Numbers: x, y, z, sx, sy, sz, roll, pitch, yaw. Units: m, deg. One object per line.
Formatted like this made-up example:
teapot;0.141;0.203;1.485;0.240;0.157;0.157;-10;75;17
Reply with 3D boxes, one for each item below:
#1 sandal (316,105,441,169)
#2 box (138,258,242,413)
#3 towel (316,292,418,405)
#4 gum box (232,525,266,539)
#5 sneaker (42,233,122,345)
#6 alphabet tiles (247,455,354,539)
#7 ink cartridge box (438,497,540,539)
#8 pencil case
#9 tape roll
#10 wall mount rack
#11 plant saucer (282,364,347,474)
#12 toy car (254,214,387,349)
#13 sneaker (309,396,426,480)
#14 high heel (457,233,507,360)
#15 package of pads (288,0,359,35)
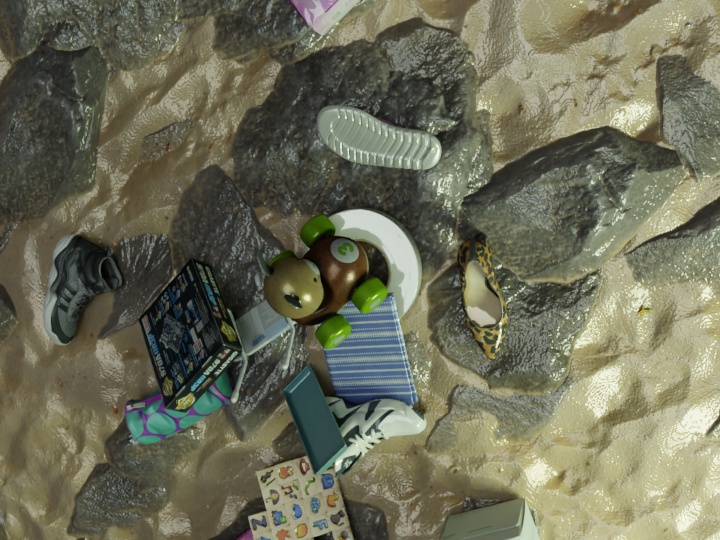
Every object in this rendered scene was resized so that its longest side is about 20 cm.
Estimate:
sandal;0.028;-0.205;1.254;0.200;0.050;0.083;18;118;-2
box;-0.285;0.105;1.324;0.159;0.046;0.201;-46;49;19
towel;0.009;0.132;1.298;0.143;0.024;0.203;-6;111;20
gum box;-0.153;0.536;1.404;0.113;0.066;0.200;-44;86;15
sneaker;-0.486;0.043;1.408;0.112;0.075;0.203;13;99;15
alphabet tiles;-0.105;0.426;1.365;0.165;0.008;0.203;-16;83;-4
ink cartridge box;0.221;0.489;1.260;0.143;0.145;0.203;-19;94;17
pencil case;-0.315;0.228;1.387;0.198;0.086;0.093;-28;134;15
tape roll;0.000;0.000;1.296;0.199;0.037;0.206;3;99;15
wall mount rack;-0.170;0.110;1.310;0.199;0.074;0.176;-34;64;26
plant saucer;-0.074;0.238;1.290;0.070;0.201;0.019;-45;128;10
toy car;-0.081;0.012;1.176;0.158;0.200;0.165;-45;71;13
sneaker;0.002;0.277;1.283;0.196;0.131;0.080;5;144;14
high heel;0.179;0.049;1.202;0.070;0.142;0.203;-6;97;15
package of pads;-0.027;-0.468;1.209;0.199;0.076;0.121;-40;86;17
